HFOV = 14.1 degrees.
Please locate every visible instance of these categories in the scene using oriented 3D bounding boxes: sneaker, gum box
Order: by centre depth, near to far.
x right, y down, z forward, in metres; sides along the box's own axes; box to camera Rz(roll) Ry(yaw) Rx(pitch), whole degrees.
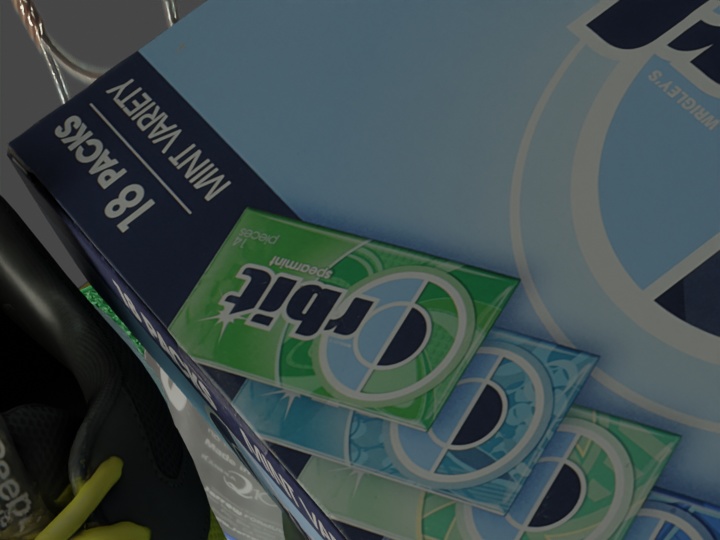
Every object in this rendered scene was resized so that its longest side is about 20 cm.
[{"bbox_3d":[0.065,-0.024,0.483,0.170,0.200,0.045,45,168,43],"label":"gum box"},{"bbox_3d":[-0.048,0.068,0.485,0.200,0.074,0.085,57,175,32],"label":"sneaker"}]

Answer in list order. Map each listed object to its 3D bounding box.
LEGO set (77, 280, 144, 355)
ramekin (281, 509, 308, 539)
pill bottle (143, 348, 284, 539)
[{"bbox_3d":[-0.055,0.064,1.075,0.154,0.116,0.200,-34,95,41],"label":"LEGO set"},{"bbox_3d":[0.092,0.052,0.520,0.201,0.200,0.098,48,162,41],"label":"ramekin"},{"bbox_3d":[0.000,0.000,0.805,0.114,0.114,0.200,58,158,21],"label":"pill bottle"}]
